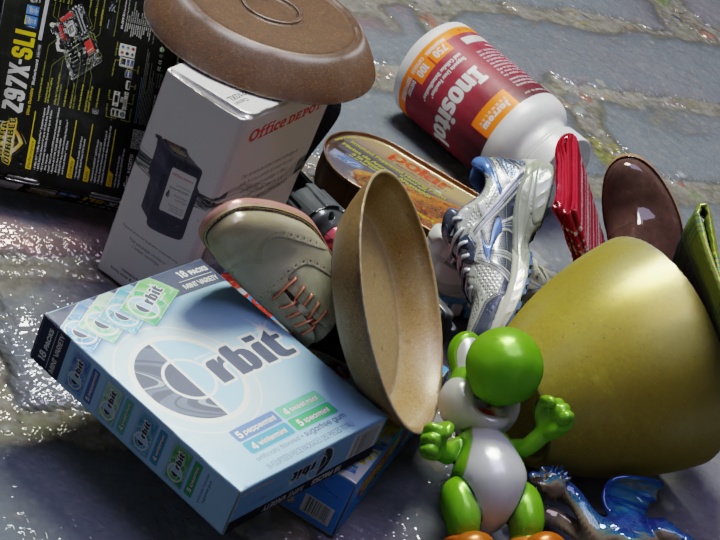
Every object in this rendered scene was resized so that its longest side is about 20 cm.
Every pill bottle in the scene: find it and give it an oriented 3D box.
[{"bbox_3d":[0.136,-0.156,1.897,0.113,0.113,0.200,-15,48,-46],"label":"pill bottle"}]

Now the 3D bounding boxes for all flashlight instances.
[{"bbox_3d":[0.000,0.000,1.618,0.068,0.068,0.200,-18,51,-35],"label":"flashlight"}]

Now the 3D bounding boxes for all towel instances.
[{"bbox_3d":[0.209,-0.009,1.685,0.022,0.201,0.145,-12,29,14],"label":"towel"},{"bbox_3d":[0.287,0.047,1.526,0.023,0.200,0.144,-14,64,-4],"label":"towel"}]

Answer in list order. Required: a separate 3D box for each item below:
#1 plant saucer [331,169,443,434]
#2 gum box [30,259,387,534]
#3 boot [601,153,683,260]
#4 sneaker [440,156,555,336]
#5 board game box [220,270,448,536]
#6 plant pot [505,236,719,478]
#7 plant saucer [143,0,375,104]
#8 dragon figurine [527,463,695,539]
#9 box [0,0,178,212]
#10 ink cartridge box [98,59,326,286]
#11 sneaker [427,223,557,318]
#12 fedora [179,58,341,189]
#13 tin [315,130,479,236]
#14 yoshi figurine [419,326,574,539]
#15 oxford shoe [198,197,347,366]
[{"bbox_3d":[0.017,0.025,1.408,0.035,0.201,0.200,-8,26,18],"label":"plant saucer"},{"bbox_3d":[-0.107,0.083,1.332,0.200,0.045,0.170,39,34,23],"label":"gum box"},{"bbox_3d":[0.257,-0.002,1.678,0.072,0.201,0.166,-12,5,14],"label":"boot"},{"bbox_3d":[0.106,-0.013,1.611,0.085,0.077,0.201,16,62,0],"label":"sneaker"},{"bbox_3d":[-0.057,0.089,1.454,0.199,0.056,0.196,30,32,9],"label":"board game box"},{"bbox_3d":[0.185,0.089,1.522,0.141,0.201,0.200,-19,49,-22],"label":"plant pot"},{"bbox_3d":[-0.077,-0.202,1.516,0.199,0.035,0.201,15,31,-9],"label":"plant saucer"},{"bbox_3d":[0.215,0.201,1.472,0.199,0.059,0.100,5,37,-27],"label":"dragon figurine"},{"bbox_3d":[-0.240,-0.160,1.584,0.159,0.202,0.049,11,-9,-19],"label":"box"},{"bbox_3d":[-0.117,-0.081,1.527,0.084,0.201,0.145,34,32,15],"label":"ink cartridge box"},{"bbox_3d":[0.137,0.002,1.691,0.199,0.087,0.075,9,32,-27],"label":"sneaker"},{"bbox_3d":[-0.083,-0.167,1.694,0.201,0.092,0.201,47,-3,3],"label":"fedora"},{"bbox_3d":[0.048,-0.066,1.776,0.199,0.042,0.112,32,36,12],"label":"tin"},{"bbox_3d":[0.103,0.126,1.404,0.112,0.111,0.201,41,37,-52],"label":"yoshi figurine"},{"bbox_3d":[-0.044,0.011,1.396,0.200,0.071,0.074,35,23,-45],"label":"oxford shoe"}]
